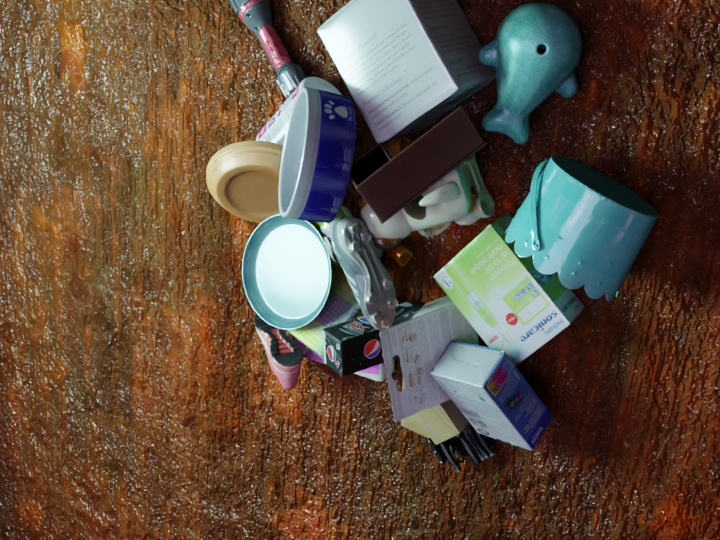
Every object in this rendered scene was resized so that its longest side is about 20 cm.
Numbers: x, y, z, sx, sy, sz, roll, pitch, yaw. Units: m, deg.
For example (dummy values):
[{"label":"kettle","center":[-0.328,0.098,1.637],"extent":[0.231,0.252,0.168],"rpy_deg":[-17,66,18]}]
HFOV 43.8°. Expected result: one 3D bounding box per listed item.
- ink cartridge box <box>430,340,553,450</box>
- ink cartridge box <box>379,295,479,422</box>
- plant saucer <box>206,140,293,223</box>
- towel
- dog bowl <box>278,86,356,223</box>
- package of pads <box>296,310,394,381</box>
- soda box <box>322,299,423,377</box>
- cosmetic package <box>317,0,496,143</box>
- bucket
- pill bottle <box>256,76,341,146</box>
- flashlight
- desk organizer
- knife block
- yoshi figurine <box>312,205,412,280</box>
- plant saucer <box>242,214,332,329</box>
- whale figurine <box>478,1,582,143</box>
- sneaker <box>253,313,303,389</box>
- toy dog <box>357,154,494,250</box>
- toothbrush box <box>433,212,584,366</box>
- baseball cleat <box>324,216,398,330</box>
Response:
[{"label":"ink cartridge box","center":[0.224,0.215,1.481],"extent":[0.135,0.077,0.201],"rpy_deg":[8,141,55]},{"label":"ink cartridge box","center":[0.114,0.144,1.510],"extent":[0.050,0.197,0.164],"rpy_deg":[12,116,59]},{"label":"plant saucer","center":[-0.172,-0.144,1.558],"extent":[0.196,0.038,0.202],"rpy_deg":[2,146,1]},{"label":"towel","center":[-0.053,0.041,1.606],"extent":[0.143,0.023,0.201],"rpy_deg":[33,86,29]},{"label":"dog bowl","center":[-0.070,-0.178,1.400],"extent":[0.077,0.201,0.203],"rpy_deg":[8,118,-15]},{"label":"package of pads","center":[-0.028,0.101,1.660],"extent":[0.197,0.068,0.158],"rpy_deg":[13,113,27]},{"label":"soda box","center":[0.033,0.114,1.543],"extent":[0.063,0.197,0.072],"rpy_deg":[27,126,51]},{"label":"cosmetic package","center":[0.075,-0.335,1.387],"extent":[0.165,0.167,0.202],"rpy_deg":[-30,89,35]},{"label":"bucket","center":[0.323,-0.067,1.309],"extent":[0.206,0.206,0.136],"rpy_deg":[33,111,17]},{"label":"pill bottle","center":[-0.113,-0.231,1.571],"extent":[0.114,0.113,0.200],"rpy_deg":[52,124,6]},{"label":"flashlight","center":[-0.155,-0.402,1.568],"extent":[0.068,0.067,0.202],"rpy_deg":[-30,88,40]},{"label":"desk organizer","center":[0.081,-0.170,1.344],"extent":[0.199,0.072,0.077],"rpy_deg":[-37,124,7]},{"label":"knife block","center":[0.159,0.253,1.584],"extent":[0.173,0.064,0.203],"rpy_deg":[19,124,28]},{"label":"yoshi figurine","center":[-0.009,-0.052,1.573],"extent":[0.199,0.112,0.113],"rpy_deg":[37,128,17]},{"label":"plant saucer","center":[-0.126,0.002,1.589],"extent":[0.197,0.027,0.205],"rpy_deg":[2,93,33]},{"label":"whale figurine","center":[0.246,-0.288,1.310],"extent":[0.157,0.104,0.203],"rpy_deg":[22,105,-1]},{"label":"sneaker","center":[-0.159,0.149,1.706],"extent":[0.201,0.072,0.088],"rpy_deg":[-116,23,-52]},{"label":"toy dog","center":[0.095,-0.104,1.445],"extent":[0.197,0.194,0.141],"rpy_deg":[-18,109,28]},{"label":"toothbrush box","center":[0.240,0.034,1.460],"extent":[0.201,0.086,0.145],"rpy_deg":[51,125,5]},{"label":"baseball cleat","center":[0.000,0.000,1.488],"extent":[0.106,0.069,0.203],"rpy_deg":[15,126,57]}]
